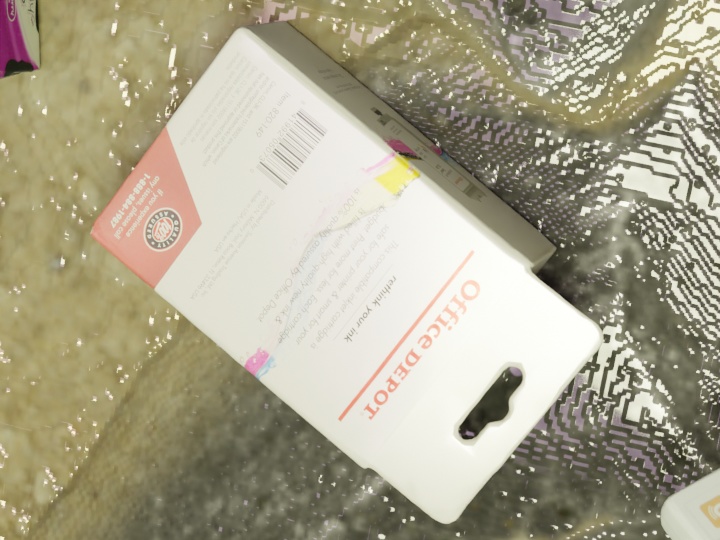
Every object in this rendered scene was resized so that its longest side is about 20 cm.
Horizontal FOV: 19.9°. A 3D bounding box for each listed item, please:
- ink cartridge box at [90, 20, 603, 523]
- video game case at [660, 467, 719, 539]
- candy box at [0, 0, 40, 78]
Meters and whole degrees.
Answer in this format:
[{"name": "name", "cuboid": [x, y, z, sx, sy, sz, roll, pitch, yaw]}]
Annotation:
[{"name": "ink cartridge box", "cuboid": [0.000, 0.000, 0.880, 0.200, 0.067, 0.117, 41, 106, 6]}, {"name": "video game case", "cuboid": [0.243, 0.121, 0.767, 0.181, 0.023, 0.200, -27, 57, -17]}, {"name": "candy box", "cuboid": [-0.248, -0.153, 0.919, 0.199, 0.061, 0.137, 2, 100, 13]}]
